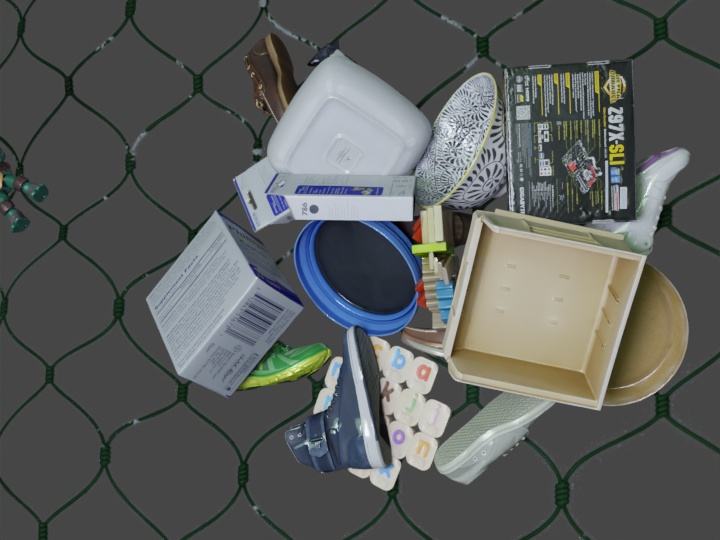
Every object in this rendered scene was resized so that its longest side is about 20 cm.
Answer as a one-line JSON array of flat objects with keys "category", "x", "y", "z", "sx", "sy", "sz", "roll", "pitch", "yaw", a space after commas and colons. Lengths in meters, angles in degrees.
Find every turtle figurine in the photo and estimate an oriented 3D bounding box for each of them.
[{"category": "turtle figurine", "x": -0.647, "y": -0.161, "z": 1.729, "sx": 0.199, "sy": 0.101, "sz": 0.150, "roll": 34, "pitch": 112, "yaw": 8}]

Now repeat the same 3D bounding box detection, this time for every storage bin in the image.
[{"category": "storage bin", "x": 0.217, "y": 0.043, "z": 1.214, "sx": 0.197, "sy": 0.094, "sz": 0.202, "roll": 11, "pitch": 109, "yaw": -2}]

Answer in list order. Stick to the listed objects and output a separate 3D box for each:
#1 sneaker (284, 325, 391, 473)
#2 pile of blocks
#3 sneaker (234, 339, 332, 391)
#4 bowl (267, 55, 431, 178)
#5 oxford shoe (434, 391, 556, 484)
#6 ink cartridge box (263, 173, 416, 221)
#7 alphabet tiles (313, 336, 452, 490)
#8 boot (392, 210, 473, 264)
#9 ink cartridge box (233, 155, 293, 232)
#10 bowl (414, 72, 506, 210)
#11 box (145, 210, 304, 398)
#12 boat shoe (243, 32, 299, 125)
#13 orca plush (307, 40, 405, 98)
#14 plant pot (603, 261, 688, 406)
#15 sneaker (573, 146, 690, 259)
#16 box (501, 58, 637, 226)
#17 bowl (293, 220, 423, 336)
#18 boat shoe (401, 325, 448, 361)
[{"category": "sneaker", "x": -0.043, "y": 0.187, "z": 1.413, "sx": 0.145, "sy": 0.077, "sz": 0.204, "roll": -11, "pitch": 82, "yaw": 20}, {"category": "pile of blocks", "x": 0.095, "y": 0.013, "z": 1.292, "sx": 0.062, "sy": 0.082, "sz": 0.202, "roll": -6, "pitch": 106, "yaw": 19}, {"category": "sneaker", "x": -0.138, "y": 0.130, "z": 1.480, "sx": 0.198, "sy": 0.074, "sz": 0.084, "roll": -12, "pitch": 82, "yaw": 22}, {"category": "bowl", "x": -0.019, "y": -0.173, "z": 1.393, "sx": 0.199, "sy": 0.075, "sz": 0.201, "roll": 33, "pitch": 113, "yaw": -10}, {"category": "oxford shoe", "x": 0.190, "y": 0.217, "z": 1.337, "sx": 0.200, "sy": 0.075, "sz": 0.058, "roll": -39, "pitch": 111, "yaw": 6}, {"category": "ink cartridge box", "x": -0.025, "y": -0.099, "z": 1.331, "sx": 0.198, "sy": 0.100, "sz": 0.040, "roll": 3, "pitch": 113, "yaw": 6}, {"category": "alphabet tiles", "x": 0.030, "y": 0.204, "z": 1.428, "sx": 0.199, "sy": 0.015, "sz": 0.197, "roll": 22, "pitch": 94, "yaw": 25}, {"category": "boot", "x": 0.089, "y": -0.047, "z": 1.412, "sx": 0.199, "sy": 0.096, "sz": 0.076, "roll": -4, "pitch": 88, "yaw": 47}, {"category": "ink cartridge box", "x": -0.091, "y": -0.145, "z": 1.507, "sx": 0.199, "sy": 0.039, "sz": 0.100, "roll": -29, "pitch": 73, "yaw": 16}, {"category": "bowl", "x": 0.163, "y": -0.159, "z": 1.356, "sx": 0.201, "sy": 0.094, "sz": 0.202, "roll": -51, "pitch": 25, "yaw": 35}, {"category": "box", "x": -0.204, "y": 0.048, "z": 1.462, "sx": 0.184, "sy": 0.105, "sz": 0.200, "roll": -49, "pitch": 40, "yaw": 10}, {"category": "boat shoe", "x": -0.131, "y": -0.274, "z": 1.520, "sx": 0.070, "sy": 0.070, "sz": 0.201, "roll": -31, "pitch": 51, "yaw": 18}, {"category": "orca plush", "x": -0.003, "y": -0.240, "z": 1.469, "sx": 0.200, "sy": 0.105, "sz": 0.071, "roll": 40, "pitch": 139, "yaw": 2}, {"category": "plant pot", "x": 0.321, "y": 0.075, "z": 1.285, "sx": 0.198, "sy": 0.027, "sz": 0.202, "roll": 3, "pitch": 100, "yaw": 16}, {"category": "sneaker", "x": 0.363, "y": -0.074, "z": 1.300, "sx": 0.100, "sy": 0.075, "sz": 0.200, "roll": 45, "pitch": 101, "yaw": 2}, {"category": "box", "x": 0.260, "y": -0.157, "z": 1.241, "sx": 0.158, "sy": 0.049, "sz": 0.202, "roll": -3, "pitch": 95, "yaw": 4}, {"category": "bowl", "x": 0.000, "y": 0.000, "z": 1.396, "sx": 0.199, "sy": 0.039, "sz": 0.202, "roll": 18, "pitch": 130, "yaw": 22}, {"category": "boat shoe", "x": 0.155, "y": 0.094, "z": 1.361, "sx": 0.198, "sy": 0.076, "sz": 0.073, "roll": 9, "pitch": 83, "yaw": 15}]
